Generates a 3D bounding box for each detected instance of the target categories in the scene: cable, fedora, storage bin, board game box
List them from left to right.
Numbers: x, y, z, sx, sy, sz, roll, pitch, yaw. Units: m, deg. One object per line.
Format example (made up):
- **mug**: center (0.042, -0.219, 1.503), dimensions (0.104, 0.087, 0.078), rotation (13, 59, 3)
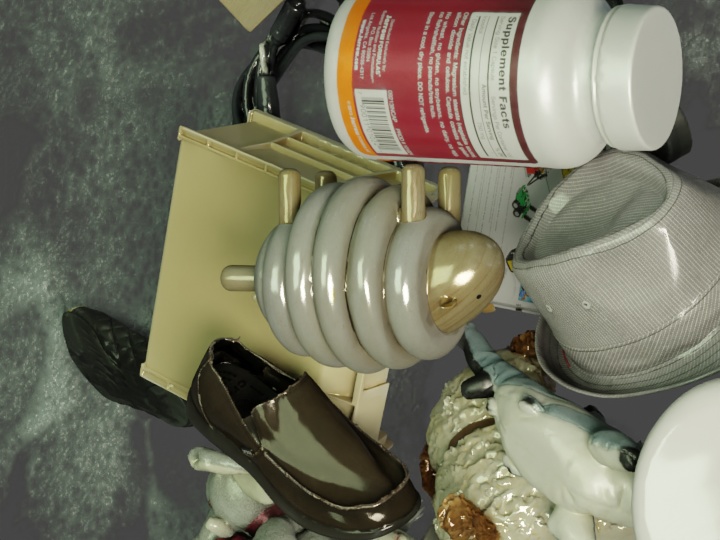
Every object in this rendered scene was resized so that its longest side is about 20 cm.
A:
- **storage bin**: center (-0.048, 0.012, 1.416), dimensions (0.198, 0.094, 0.200), rotation (24, 112, 32)
- **cable**: center (-0.029, -0.103, 1.465), dimensions (0.163, 0.051, 0.200), rotation (-44, 63, 26)
- **board game box**: center (0.134, -0.069, 1.341), dimensions (0.126, 0.035, 0.200), rotation (12, 93, 38)
- **fedora**: center (0.166, -0.013, 1.192), dimensions (0.177, 0.090, 0.200), rotation (-54, 26, -19)

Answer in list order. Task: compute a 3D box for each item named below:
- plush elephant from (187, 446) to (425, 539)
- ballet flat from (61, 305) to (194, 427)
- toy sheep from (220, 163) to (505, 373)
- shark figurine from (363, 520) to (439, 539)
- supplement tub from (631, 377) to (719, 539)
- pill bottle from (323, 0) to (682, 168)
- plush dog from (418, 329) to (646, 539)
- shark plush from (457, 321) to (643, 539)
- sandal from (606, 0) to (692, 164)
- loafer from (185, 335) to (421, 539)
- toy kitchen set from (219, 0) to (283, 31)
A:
- **plush elephant**: center (-0.070, 0.197, 1.409), dimensions (0.155, 0.165, 0.200), rotation (38, 92, 29)
- **ballet flat**: center (-0.175, 0.076, 1.583), dimensions (0.200, 0.057, 0.067), rotation (25, 130, 42)
- **toy sheep**: center (0.000, 0.000, 1.257), dimensions (0.200, 0.138, 0.138), rotation (0, 86, 32)
- **shark figurine**: center (0.036, 0.263, 1.363), dimensions (0.089, 0.128, 0.215), rotation (-20, 101, 14)
- **supplement tub**: center (0.261, 0.132, 1.117), dimensions (0.145, 0.200, 0.145), rotation (-3, 85, 39)
- **pill bottle**: center (0.088, -0.119, 1.197), dimensions (0.200, 0.113, 0.113), rotation (5, 90, 29)
- **plush dog**: center (0.094, 0.131, 1.304), dimensions (0.200, 0.160, 0.172), rotation (-45, 37, 27)
- **shark plush**: center (0.126, 0.108, 1.225), dimensions (0.200, 0.083, 0.091), rotation (30, 120, 40)
- **sandal**: center (0.158, -0.149, 1.273), dimensions (0.048, 0.075, 0.201), rotation (-32, 62, -9)
- **loafer**: center (-0.045, 0.109, 1.314), dimensions (0.200, 0.073, 0.071), rotation (29, 139, 30)
- **toy kitchen set**: center (-0.077, -0.322, 1.467), dimensions (0.180, 0.163, 0.200), rotation (-41, 98, 20)
